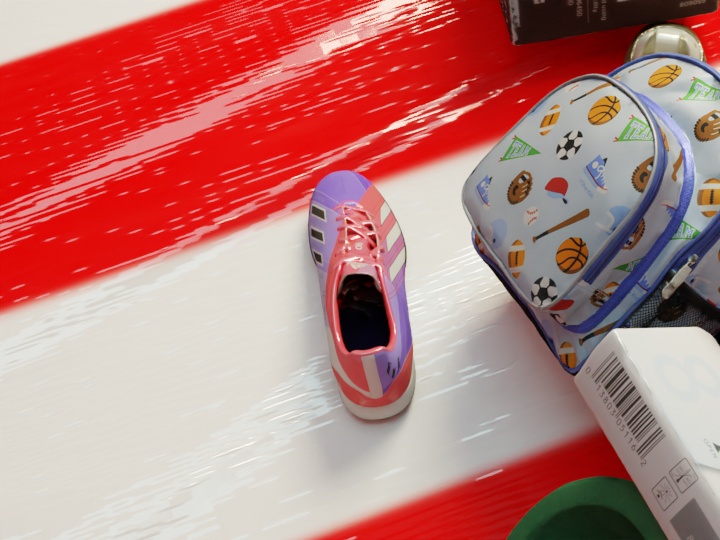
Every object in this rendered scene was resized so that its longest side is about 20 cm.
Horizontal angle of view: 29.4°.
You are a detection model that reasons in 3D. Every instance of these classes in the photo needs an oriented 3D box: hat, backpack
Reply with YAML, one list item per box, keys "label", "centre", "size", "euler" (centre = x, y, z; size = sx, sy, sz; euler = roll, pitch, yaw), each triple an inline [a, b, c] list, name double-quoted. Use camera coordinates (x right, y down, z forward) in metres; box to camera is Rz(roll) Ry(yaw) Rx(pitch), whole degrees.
- label: "hat"
  centre: [0.182, 0.233, 0.767]
  size: [0.166, 0.175, 0.201]
  euler: [-50, 30, 23]
- label: "backpack"
  centre: [0.169, -0.038, 0.846]
  size: [0.190, 0.154, 0.200]
  euler: [-44, 46, 11]

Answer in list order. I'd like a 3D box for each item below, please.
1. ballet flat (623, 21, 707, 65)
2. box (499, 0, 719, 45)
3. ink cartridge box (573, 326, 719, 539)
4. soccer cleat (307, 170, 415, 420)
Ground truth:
- label: "ballet flat"
  centre: [0.215, -0.127, 0.992]
  size: [0.067, 0.073, 0.201]
  euler: [11, 57, 16]
- label: "box"
  centre: [0.174, -0.304, 1.050]
  size: [0.163, 0.167, 0.201]
  euler: [-10, 43, 2]
- label: "ink cartridge box"
  centre: [0.232, 0.104, 0.751]
  size: [0.199, 0.047, 0.161]
  euler: [-1, 48, -36]
- label: "soccer cleat"
  centre: [0.000, 0.000, 0.930]
  size: [0.068, 0.073, 0.201]
  euler: [-9, 54, 1]
